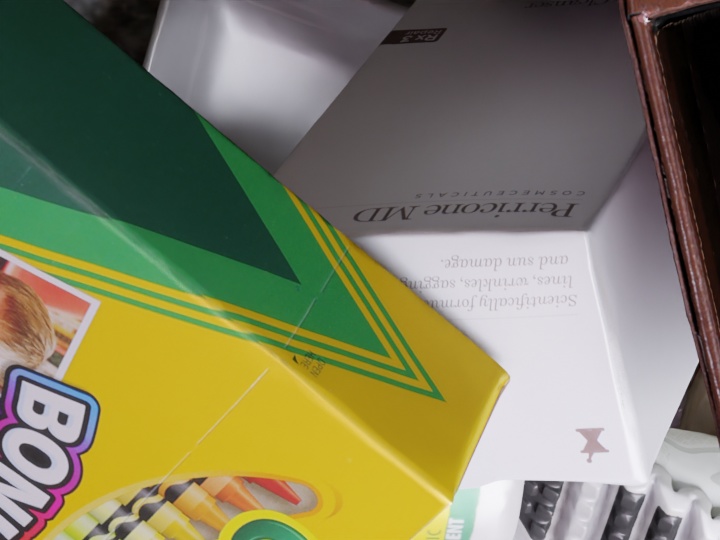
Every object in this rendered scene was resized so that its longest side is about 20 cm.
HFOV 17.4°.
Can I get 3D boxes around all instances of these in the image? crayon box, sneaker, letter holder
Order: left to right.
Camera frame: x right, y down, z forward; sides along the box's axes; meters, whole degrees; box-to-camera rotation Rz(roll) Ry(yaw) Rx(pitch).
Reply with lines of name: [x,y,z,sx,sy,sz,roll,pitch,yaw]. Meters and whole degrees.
crayon box: [-0.088,0.042,0.629,0.172,0.058,0.200,40,130,-5]
sneaker: [0.143,0.093,0.837,0.199,0.081,0.075,25,139,4]
letter holder: [0.150,-0.024,0.618,0.100,0.200,0.143,-9,97,21]

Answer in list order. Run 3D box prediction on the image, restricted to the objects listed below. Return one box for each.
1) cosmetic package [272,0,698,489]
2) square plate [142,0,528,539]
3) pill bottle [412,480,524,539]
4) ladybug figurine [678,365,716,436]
cosmetic package: [0.050,-0.022,0.689,0.112,0.200,0.082,-3,117,23]
square plate: [0.000,0.000,0.828,0.199,0.028,0.199,15,110,-16]
pill bottle: [-0.054,0.046,0.760,0.198,0.113,0.113,3,136,-12]
ladybug figurine: [0.186,0.060,0.903,0.135,0.072,0.201,-2,136,2]
